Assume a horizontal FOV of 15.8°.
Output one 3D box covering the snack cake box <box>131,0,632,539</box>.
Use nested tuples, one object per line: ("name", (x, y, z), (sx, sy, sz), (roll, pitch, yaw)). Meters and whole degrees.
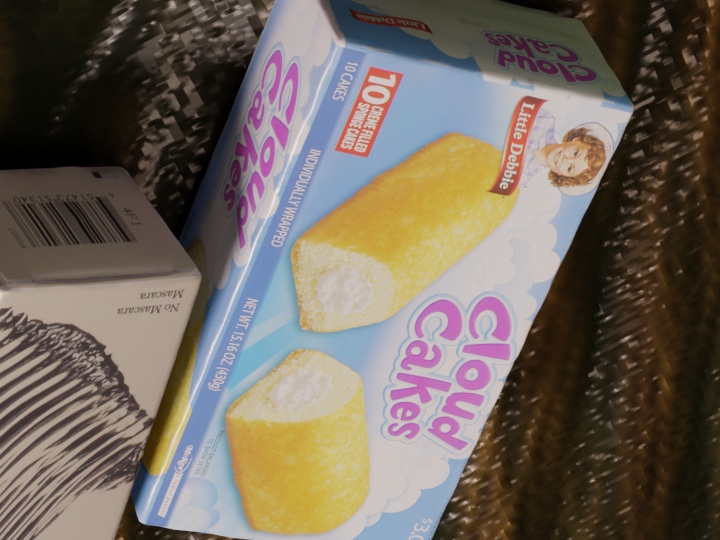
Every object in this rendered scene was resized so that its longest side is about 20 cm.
("snack cake box", (0.000, 0.000, 0.919), (0.114, 0.067, 0.201), (11, 119, -23))

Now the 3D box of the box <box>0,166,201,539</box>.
("box", (-0.126, 0.064, 0.904), (0.082, 0.068, 0.201), (-5, 129, -34))
